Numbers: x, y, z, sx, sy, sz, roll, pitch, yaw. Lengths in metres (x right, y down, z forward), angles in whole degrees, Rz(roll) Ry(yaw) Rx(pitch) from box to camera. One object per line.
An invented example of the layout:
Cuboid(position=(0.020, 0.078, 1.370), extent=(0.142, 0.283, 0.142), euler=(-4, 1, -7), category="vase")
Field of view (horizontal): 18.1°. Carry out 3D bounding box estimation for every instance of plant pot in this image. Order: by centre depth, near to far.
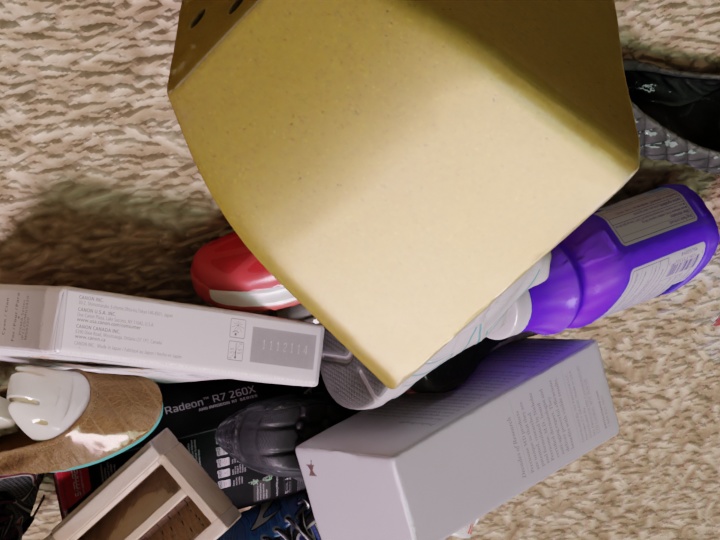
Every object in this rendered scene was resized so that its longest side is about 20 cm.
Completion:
Cuboid(position=(0.007, -0.100, 1.217), extent=(0.200, 0.196, 0.194), euler=(36, 117, -22), category="plant pot")

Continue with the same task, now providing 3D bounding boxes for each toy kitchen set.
Cuboid(position=(-0.217, 0.177, 1.460), extent=(0.180, 0.163, 0.200), euler=(-41, 179, 15), category="toy kitchen set")

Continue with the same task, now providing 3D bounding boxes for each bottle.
Cuboid(position=(0.152, -0.002, 1.504), extent=(0.199, 0.066, 0.084), euler=(-19, 159, -41), category="bottle")

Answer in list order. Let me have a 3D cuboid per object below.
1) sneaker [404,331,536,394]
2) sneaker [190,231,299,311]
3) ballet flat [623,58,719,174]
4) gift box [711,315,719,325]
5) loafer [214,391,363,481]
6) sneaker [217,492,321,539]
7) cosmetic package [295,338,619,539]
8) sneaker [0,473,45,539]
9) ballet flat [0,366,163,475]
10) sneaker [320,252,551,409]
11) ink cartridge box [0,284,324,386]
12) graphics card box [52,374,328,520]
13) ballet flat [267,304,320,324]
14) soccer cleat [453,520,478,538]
Cuboid(position=(0.069, 0.025, 1.557), extent=(0.107, 0.068, 0.201), euler=(0, -157, 47), category="sneaker")
Cuboid(position=(-0.021, -0.053, 1.409), extent=(0.199, 0.079, 0.116), euler=(-18, 128, 0), category="sneaker")
Cuboid(position=(0.222, -0.099, 1.448), extent=(0.199, 0.067, 0.057), euler=(1, 167, -26), category="ballet flat")
Cuboid(position=(0.349, -0.002, 1.548), extent=(0.199, 0.187, 0.185), euler=(-34, 150, -8), category="gift box")
Cuboid(position=(-0.011, 0.113, 1.553), extent=(0.200, 0.069, 0.070), euler=(6, 178, -44), category="loafer")
Cuboid(position=(-0.063, 0.199, 1.653), extent=(0.089, 0.079, 0.200), euler=(-23, -175, 33), category="sneaker")
Cuboid(position=(0.067, 0.112, 1.501), extent=(0.199, 0.072, 0.101), euler=(-25, -164, -37), category="cosmetic package")
Cuboid(position=(-0.263, 0.186, 1.592), extent=(0.080, 0.075, 0.201), euler=(-2, 142, -26), category="sneaker")
Cuboid(position=(-0.226, 0.095, 1.465), extent=(0.199, 0.068, 0.072), euler=(-11, 141, 26), category="ballet flat")
Cuboid(position=(0.046, 0.033, 1.415), extent=(0.080, 0.071, 0.200), euler=(-7, 161, -40), category="sneaker")
Cuboid(position=(-0.153, 0.042, 1.445), extent=(0.199, 0.045, 0.176), euler=(10, 174, -38), category="ink cartridge box")
Cuboid(position=(-0.120, 0.129, 1.609), extent=(0.198, 0.051, 0.126), euler=(-13, 146, -10), category="graphics card box")
Cuboid(position=(0.000, 0.000, 1.495), extent=(0.199, 0.068, 0.064), euler=(-27, 119, 8), category="ballet flat")
Cuboid(position=(0.078, 0.155, 1.721), extent=(0.068, 0.086, 0.200), euler=(13, 134, -40), category="soccer cleat")
